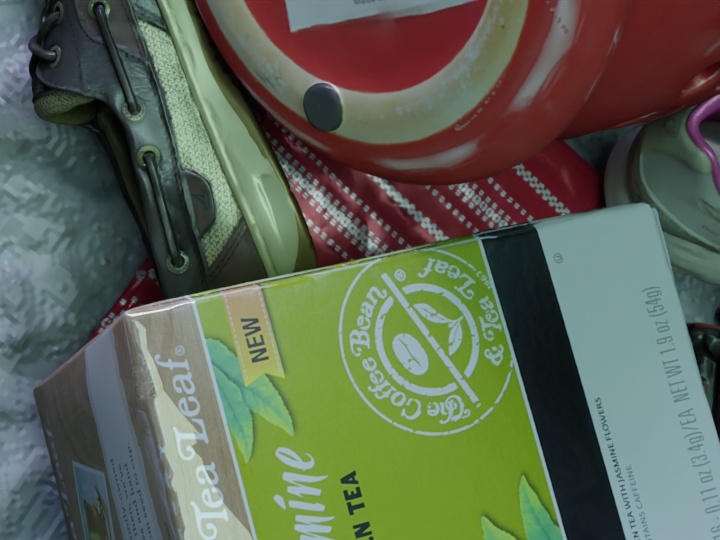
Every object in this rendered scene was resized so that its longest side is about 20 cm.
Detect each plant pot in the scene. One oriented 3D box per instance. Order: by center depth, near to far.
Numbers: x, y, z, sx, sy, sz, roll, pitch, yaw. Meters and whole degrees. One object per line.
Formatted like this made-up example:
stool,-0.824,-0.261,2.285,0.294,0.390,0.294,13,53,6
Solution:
plant pot,0.049,-0.137,0.700,0.182,0.199,0.202,-24,98,-48

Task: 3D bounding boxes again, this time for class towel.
towel,0.000,0.000,0.801,0.144,0.022,0.201,41,72,-17

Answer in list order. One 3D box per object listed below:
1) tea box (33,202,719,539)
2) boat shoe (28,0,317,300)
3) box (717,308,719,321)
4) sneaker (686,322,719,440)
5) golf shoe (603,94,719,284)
tea box,0.016,0.103,0.703,0.195,0.134,0.202,-13,82,-24
boat shoe,-0.085,-0.072,0.732,0.065,0.073,0.201,-29,85,-13
box,0.266,-0.007,0.909,0.159,0.046,0.201,42,72,-16
sneaker,0.174,0.066,0.817,0.098,0.199,0.071,33,65,-64
golf shoe,0.197,-0.024,0.809,0.198,0.092,0.076,9,71,-6
